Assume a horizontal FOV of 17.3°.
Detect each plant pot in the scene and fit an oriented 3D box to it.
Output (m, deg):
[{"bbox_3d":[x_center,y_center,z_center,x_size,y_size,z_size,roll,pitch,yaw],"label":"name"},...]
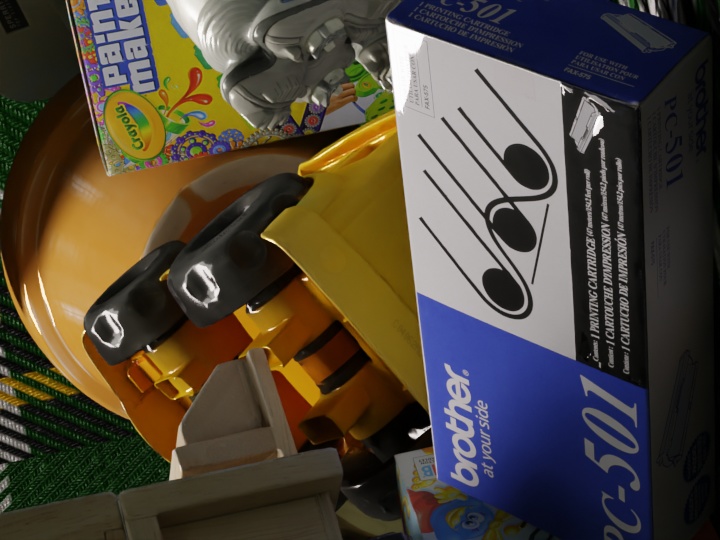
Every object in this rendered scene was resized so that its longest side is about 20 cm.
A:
[{"bbox_3d":[-0.065,-0.008,1.159,0.183,0.199,0.202,-150,48,-71],"label":"plant pot"}]

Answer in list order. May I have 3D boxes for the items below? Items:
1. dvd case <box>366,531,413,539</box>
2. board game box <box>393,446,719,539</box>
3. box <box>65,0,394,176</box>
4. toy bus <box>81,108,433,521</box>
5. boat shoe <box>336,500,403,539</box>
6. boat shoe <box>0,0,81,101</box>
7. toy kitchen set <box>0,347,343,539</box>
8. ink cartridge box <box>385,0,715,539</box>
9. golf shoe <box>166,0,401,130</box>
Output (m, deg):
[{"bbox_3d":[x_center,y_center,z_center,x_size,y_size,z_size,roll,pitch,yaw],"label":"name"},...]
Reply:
[{"bbox_3d":[0.026,0.204,0.868,0.200,0.025,0.151,89,165,-59],"label":"dvd case"},{"bbox_3d":[0.081,0.167,0.893,0.103,0.104,0.201,-110,10,-56],"label":"board game box"},{"bbox_3d":[-0.047,-0.168,1.102,0.201,0.191,0.123,-106,6,-49],"label":"box"},{"bbox_3d":[0.000,0.000,1.004,0.136,0.192,0.200,47,148,-13],"label":"toy bus"},{"bbox_3d":[0.036,0.118,1.166,0.200,0.071,0.067,22,-111,-44],"label":"boat shoe"},{"bbox_3d":[-0.188,-0.173,1.167,0.201,0.070,0.091,81,172,-59],"label":"boat shoe"},{"bbox_3d":[-0.099,0.124,0.854,0.201,0.179,0.164,102,154,-56],"label":"toy kitchen set"},{"bbox_3d":[0.065,0.002,0.767,0.094,0.044,0.201,23,139,31],"label":"ink cartridge box"},{"bbox_3d":[-0.007,-0.121,0.919,0.097,0.078,0.200,46,-153,16],"label":"golf shoe"}]
